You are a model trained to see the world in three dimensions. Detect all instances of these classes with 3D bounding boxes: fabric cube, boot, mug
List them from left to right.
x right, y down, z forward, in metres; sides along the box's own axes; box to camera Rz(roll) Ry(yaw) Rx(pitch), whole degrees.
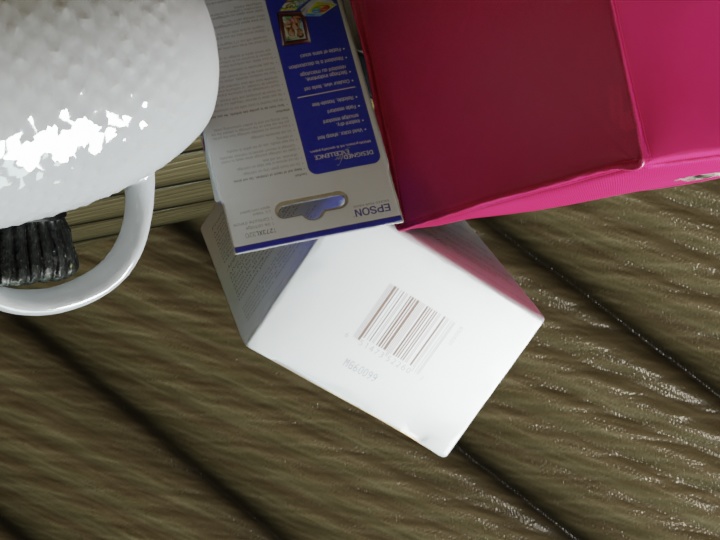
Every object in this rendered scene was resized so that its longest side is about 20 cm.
[{"bbox_3d":[-0.166,-0.075,0.823,0.175,0.201,0.147,-13,-161,-30],"label":"mug"},{"bbox_3d":[-0.227,-0.074,1.237,0.210,0.159,0.079,-13,180,-7],"label":"boot"},{"bbox_3d":[0.133,-0.141,0.880,0.199,0.201,0.196,-11,179,-38],"label":"fabric cube"}]

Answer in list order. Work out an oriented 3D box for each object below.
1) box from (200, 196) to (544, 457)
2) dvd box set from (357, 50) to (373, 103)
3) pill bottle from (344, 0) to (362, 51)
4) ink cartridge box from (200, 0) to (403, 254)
[{"bbox_3d":[0.000,0.000,1.007,0.152,0.107,0.200,31,-169,-21],"label":"box"},{"bbox_3d":[-0.022,-0.095,1.115,0.146,0.030,0.200,24,158,-5],"label":"dvd box set"},{"bbox_3d":[0.023,-0.153,1.149,0.112,0.114,0.200,-13,176,-15],"label":"pill bottle"},{"bbox_3d":[-0.046,-0.101,0.896,0.094,0.201,0.037,-11,156,-9],"label":"ink cartridge box"}]
